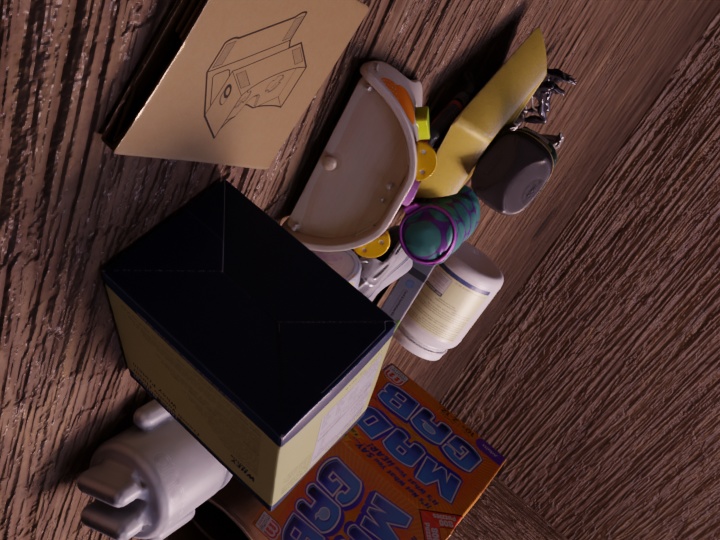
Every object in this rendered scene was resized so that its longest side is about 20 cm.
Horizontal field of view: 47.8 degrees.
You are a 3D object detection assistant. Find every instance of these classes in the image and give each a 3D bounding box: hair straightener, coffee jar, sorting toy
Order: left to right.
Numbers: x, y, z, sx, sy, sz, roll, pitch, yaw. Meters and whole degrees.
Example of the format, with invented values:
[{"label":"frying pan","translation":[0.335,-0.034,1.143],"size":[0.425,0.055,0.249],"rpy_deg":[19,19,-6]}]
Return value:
[{"label":"sorting toy","translation":[0.022,-0.122,0.853],"size":[0.200,0.107,0.180],"rpy_deg":[-59,-178,31]},{"label":"hair straightener","translation":[0.079,-0.162,1.008],"size":[0.200,0.041,0.077],"rpy_deg":[-55,177,-4]},{"label":"coffee jar","translation":[0.206,-0.133,1.077],"size":[0.104,0.085,0.200],"rpy_deg":[-53,174,18]}]

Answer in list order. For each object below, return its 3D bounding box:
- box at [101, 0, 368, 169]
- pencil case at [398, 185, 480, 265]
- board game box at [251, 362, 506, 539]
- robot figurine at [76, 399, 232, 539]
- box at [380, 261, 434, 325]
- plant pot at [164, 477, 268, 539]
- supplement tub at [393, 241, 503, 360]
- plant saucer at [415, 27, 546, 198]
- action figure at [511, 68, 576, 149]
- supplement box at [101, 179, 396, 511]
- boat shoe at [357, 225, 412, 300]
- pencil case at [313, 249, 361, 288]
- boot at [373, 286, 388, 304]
[{"label":"box","translation":[-0.080,-0.147,0.587],"size":[0.164,0.021,0.200],"rpy_deg":[-55,165,16]},{"label":"pencil case","translation":[0.116,-0.072,1.176],"size":[0.085,0.093,0.200],"rpy_deg":[-23,-173,21]},{"label":"board game box","translation":[0.026,0.282,1.046],"size":[0.200,0.200,0.200],"rpy_deg":[-26,151,-58]},{"label":"robot figurine","translation":[-0.212,0.213,0.890],"size":[0.200,0.113,0.170],"rpy_deg":[-29,129,-55]},{"label":"box","translation":[0.047,0.070,1.284],"size":[0.200,0.041,0.156],"rpy_deg":[-55,176,-29]},{"label":"plant pot","translation":[-0.161,0.317,1.167],"size":[0.198,0.200,0.200],"rpy_deg":[-45,166,-46]},{"label":"supplement tub","translation":[0.154,0.053,1.507],"size":[0.200,0.145,0.145],"rpy_deg":[-56,164,22]},{"label":"plant saucer","translation":[0.164,-0.190,1.063],"size":[0.200,0.048,0.200],"rpy_deg":[-49,175,-24]},{"label":"action figure","translation":[0.267,-0.214,1.288],"size":[0.119,0.102,0.200],"rpy_deg":[-51,169,-48]},{"label":"supplement box","translation":[-0.098,0.072,0.713],"size":[0.134,0.200,0.200],"rpy_deg":[-42,162,-28]},{"label":"boat shoe","translation":[0.000,0.000,1.111],"size":[0.200,0.073,0.065],"rpy_deg":[-42,134,-44]},{"label":"pencil case","translation":[-0.037,0.063,0.984],"size":[0.091,0.083,0.200],"rpy_deg":[-94,-179,-47]},{"label":"boot","translation":[0.005,0.049,1.219],"size":[0.200,0.068,0.188],"rpy_deg":[-53,165,6]}]
